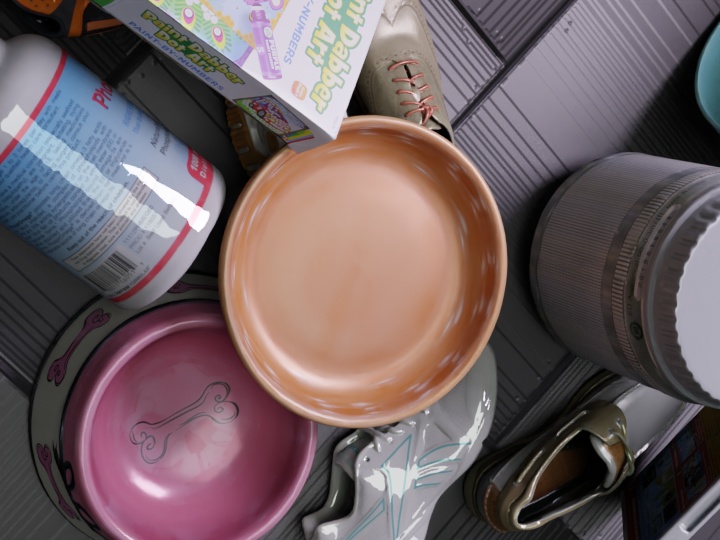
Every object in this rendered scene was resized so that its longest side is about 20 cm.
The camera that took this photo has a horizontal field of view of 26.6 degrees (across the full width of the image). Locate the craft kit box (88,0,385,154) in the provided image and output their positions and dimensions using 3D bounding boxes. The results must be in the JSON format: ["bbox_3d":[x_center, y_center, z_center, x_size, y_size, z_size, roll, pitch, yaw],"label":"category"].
[{"bbox_3d":[-0.067,-0.207,0.913,0.197,0.048,0.201,35,61,-32],"label":"craft kit box"}]

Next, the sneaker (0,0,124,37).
[{"bbox_3d":[-0.196,-0.236,0.916,0.111,0.077,0.202,-23,108,-19],"label":"sneaker"}]

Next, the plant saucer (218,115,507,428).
[{"bbox_3d":[0.000,0.000,0.986,0.198,0.037,0.202,-4,100,-22],"label":"plant saucer"}]

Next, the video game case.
[{"bbox_3d":[0.263,0.127,1.110,0.017,0.143,0.200,39,107,-4],"label":"video game case"}]

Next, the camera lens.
[{"bbox_3d":[0.224,0.004,1.072,0.159,0.200,0.162,-4,101,-22],"label":"camera lens"}]

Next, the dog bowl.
[{"bbox_3d":[-0.116,0.105,1.014,0.198,0.074,0.202,-4,100,-22],"label":"dog bowl"}]

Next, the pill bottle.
[{"bbox_3d":[-0.188,-0.072,0.932,0.200,0.109,0.109,38,84,-25],"label":"pill bottle"}]

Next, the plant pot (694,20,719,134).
[{"bbox_3d":[0.373,-0.119,1.123,0.201,0.200,0.161,-49,123,-8],"label":"plant pot"}]

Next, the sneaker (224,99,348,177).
[{"bbox_3d":[-0.053,-0.159,1.005,0.087,0.075,0.202,-23,110,-36],"label":"sneaker"}]

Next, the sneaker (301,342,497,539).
[{"bbox_3d":[0.031,0.130,1.084,0.080,0.070,0.201,29,88,-22],"label":"sneaker"}]

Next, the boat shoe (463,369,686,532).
[{"bbox_3d":[0.176,0.137,1.148,0.199,0.068,0.075,-33,111,-15],"label":"boat shoe"}]

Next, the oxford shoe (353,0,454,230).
[{"bbox_3d":[0.034,-0.122,1.036,0.070,0.075,0.202,-19,107,-19],"label":"oxford shoe"}]
